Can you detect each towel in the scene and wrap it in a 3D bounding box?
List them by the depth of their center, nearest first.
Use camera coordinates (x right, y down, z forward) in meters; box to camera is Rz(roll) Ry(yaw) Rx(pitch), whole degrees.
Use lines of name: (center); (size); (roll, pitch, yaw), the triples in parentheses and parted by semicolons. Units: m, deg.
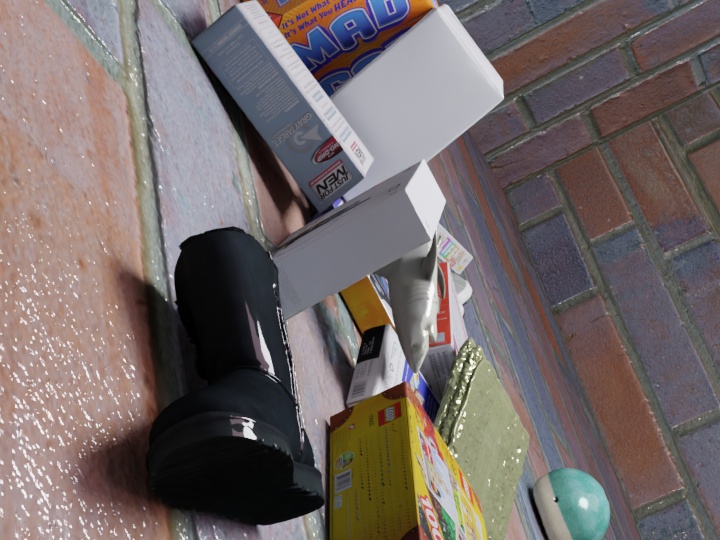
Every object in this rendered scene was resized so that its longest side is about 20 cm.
towel: (0.109, 0.183, 1.117); (0.149, 0.036, 0.202); (56, 38, -33)

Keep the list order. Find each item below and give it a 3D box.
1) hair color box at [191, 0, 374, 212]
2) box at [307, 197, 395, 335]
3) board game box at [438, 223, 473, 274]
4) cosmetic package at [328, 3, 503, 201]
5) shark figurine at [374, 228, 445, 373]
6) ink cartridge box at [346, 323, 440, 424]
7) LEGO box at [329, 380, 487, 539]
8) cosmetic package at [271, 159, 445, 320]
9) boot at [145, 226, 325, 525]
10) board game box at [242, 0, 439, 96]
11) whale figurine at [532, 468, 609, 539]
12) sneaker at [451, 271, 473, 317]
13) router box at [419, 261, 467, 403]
hair color box: (-0.072, -0.162, 1.129); (0.201, 0.060, 0.099); (52, 14, -8)
box: (0.000, 0.000, 1.240); (0.202, 0.041, 0.119); (61, 12, -8)
board game box: (0.072, -0.069, 1.566); (0.134, 0.034, 0.200); (43, 3, 23)
cosmetic package: (0.049, -0.184, 1.287); (0.123, 0.198, 0.200); (51, 14, -5)
shark figurine: (0.037, -0.006, 1.113); (0.215, 0.088, 0.130); (-77, 167, -69)
ink cartridge box: (0.053, 0.155, 1.110); (0.201, 0.037, 0.095); (56, 30, -30)
LEGO box: (0.042, 0.210, 0.902); (0.150, 0.076, 0.201); (58, 14, -26)
cosmetic package: (-0.005, -0.030, 1.009); (0.052, 0.149, 0.200); (62, 12, -7)
boot: (-0.083, 0.051, 0.681); (0.200, 0.075, 0.170); (54, 18, -66)
board game box: (-0.021, -0.338, 1.435); (0.200, 0.198, 0.202); (50, 18, -50)
whale figurine: (0.336, 0.376, 1.764); (0.200, 0.103, 0.161); (50, 18, -50)
sneaker: (0.100, 0.026, 1.537); (0.080, 0.073, 0.200); (57, 13, -6)
router box: (0.096, 0.122, 1.256); (0.180, 0.048, 0.203); (-83, 159, -63)
